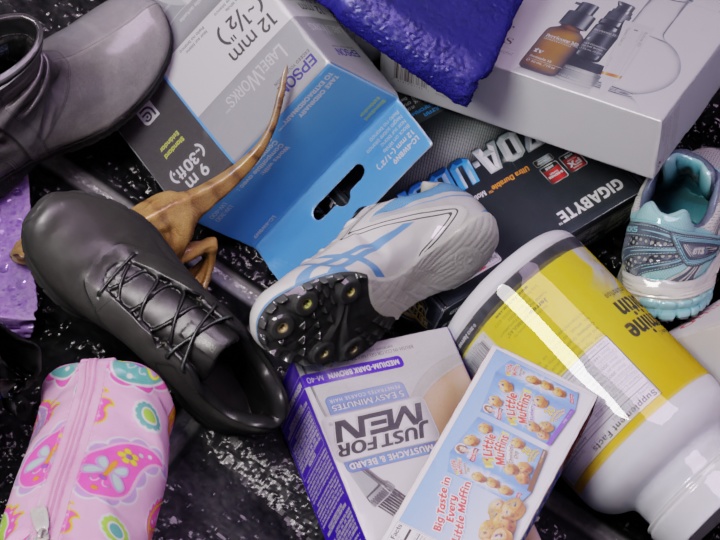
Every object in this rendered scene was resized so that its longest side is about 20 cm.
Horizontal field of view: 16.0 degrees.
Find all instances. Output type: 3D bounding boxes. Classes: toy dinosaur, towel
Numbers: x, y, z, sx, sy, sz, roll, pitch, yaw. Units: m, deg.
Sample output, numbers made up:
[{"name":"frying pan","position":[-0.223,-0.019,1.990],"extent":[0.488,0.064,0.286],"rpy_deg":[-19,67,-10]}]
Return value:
[{"name":"toy dinosaur","position":[-0.113,-0.031,1.568],"extent":[0.200,0.106,0.060],"rpy_deg":[-29,62,-12]},{"name":"towel","position":[0.007,-0.200,1.625],"extent":[0.200,0.050,0.148],"rpy_deg":[34,47,-9]}]

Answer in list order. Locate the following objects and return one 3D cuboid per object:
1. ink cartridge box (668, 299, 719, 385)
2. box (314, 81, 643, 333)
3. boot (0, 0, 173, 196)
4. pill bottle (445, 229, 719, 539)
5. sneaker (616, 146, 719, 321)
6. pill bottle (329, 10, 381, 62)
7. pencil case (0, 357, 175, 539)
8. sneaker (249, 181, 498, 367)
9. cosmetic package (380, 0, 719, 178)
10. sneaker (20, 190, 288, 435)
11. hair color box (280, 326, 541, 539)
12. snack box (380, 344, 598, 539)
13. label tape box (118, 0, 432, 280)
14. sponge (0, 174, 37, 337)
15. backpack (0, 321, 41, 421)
[{"name":"ink cartridge box","position":[0.297,0.061,1.614],"extent":[0.128,0.200,0.125],"rpy_deg":[-28,94,-33]},{"name":"box","position":[0.067,-0.059,1.700],"extent":[0.200,0.046,0.159],"rpy_deg":[-29,70,-33]},{"name":"boot","position":[-0.190,-0.117,1.531],"extent":[0.070,0.132,0.200],"rpy_deg":[42,71,14]},{"name":"pill bottle","position":[0.154,0.079,1.595],"extent":[0.112,0.112,0.200],"rpy_deg":[-34,73,-34]},{"name":"sneaker","position":[0.222,-0.045,1.690],"extent":[0.078,0.086,0.200],"rpy_deg":[10,30,15]},{"name":"pill bottle","position":[-0.007,-0.208,1.736],"extent":[0.112,0.112,0.200],"rpy_deg":[32,52,4]},{"name":"pencil case","position":[-0.157,0.133,1.437],"extent":[0.087,0.087,0.200],"rpy_deg":[19,36,-6]},{"name":"sneaker","position":[0.000,0.000,1.561],"extent":[0.072,0.072,0.200],"rpy_deg":[31,39,32]},{"name":"cosmetic package","position":[0.135,-0.149,1.701],"extent":[0.200,0.052,0.151],"rpy_deg":[20,41,19]},{"name":"sneaker","position":[-0.113,0.024,1.508],"extent":[0.200,0.091,0.076],"rpy_deg":[40,82,-19]},{"name":"hair color box","position":[0.034,0.139,1.543],"extent":[0.109,0.065,0.200],"rpy_deg":[-11,63,-24]},{"name":"snack box","position":[0.064,0.137,1.488],"extent":[0.072,0.024,0.200],"rpy_deg":[26,60,11]},{"name":"label tape box","position":[-0.071,-0.106,1.620],"extent":[0.200,0.143,0.066],"rpy_deg":[52,22,19]},{"name":"sponge","position":[-0.261,-0.051,1.590],"extent":[0.111,0.030,0.200],"rpy_deg":[3,57,-17]},{"name":"backpack","position":[-0.300,0.034,1.413],"extent":[0.200,0.191,0.154],"rpy_deg":[39,80,11]}]
